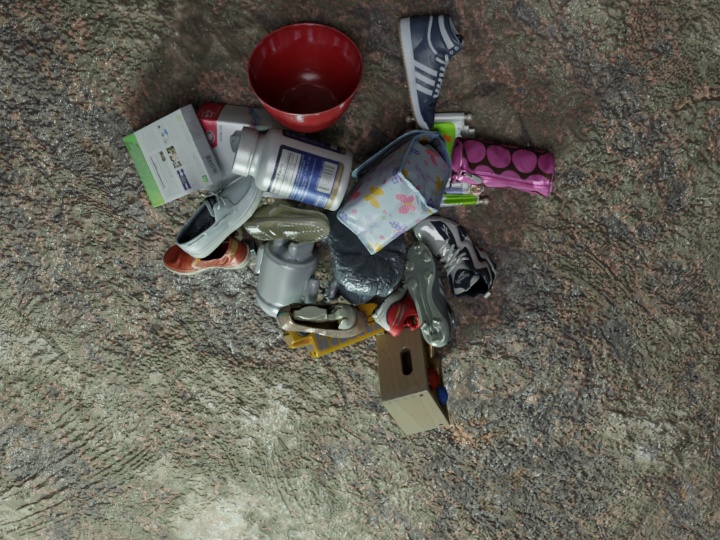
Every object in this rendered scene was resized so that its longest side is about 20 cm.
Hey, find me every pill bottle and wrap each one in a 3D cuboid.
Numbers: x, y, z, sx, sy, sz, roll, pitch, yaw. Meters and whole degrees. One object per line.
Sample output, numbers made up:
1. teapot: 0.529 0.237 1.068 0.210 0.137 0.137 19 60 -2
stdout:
1. pill bottle: -0.121 -0.184 1.400 0.196 0.112 0.112 15 122 -12

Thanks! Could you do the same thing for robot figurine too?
1. robot figurine: -0.149 0.013 1.614 0.169 0.112 0.203 36 126 29

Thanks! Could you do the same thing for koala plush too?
1. koala plush: 0.000 0.000 1.572 0.174 0.187 0.201 -6 150 -15

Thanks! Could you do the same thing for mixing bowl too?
1. mixing bowl: -0.093 -0.317 1.390 0.196 0.204 0.109 5 153 2

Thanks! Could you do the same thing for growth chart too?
1. growth chart: 0.159 -0.206 1.510 0.142 0.018 0.203 -8 119 11

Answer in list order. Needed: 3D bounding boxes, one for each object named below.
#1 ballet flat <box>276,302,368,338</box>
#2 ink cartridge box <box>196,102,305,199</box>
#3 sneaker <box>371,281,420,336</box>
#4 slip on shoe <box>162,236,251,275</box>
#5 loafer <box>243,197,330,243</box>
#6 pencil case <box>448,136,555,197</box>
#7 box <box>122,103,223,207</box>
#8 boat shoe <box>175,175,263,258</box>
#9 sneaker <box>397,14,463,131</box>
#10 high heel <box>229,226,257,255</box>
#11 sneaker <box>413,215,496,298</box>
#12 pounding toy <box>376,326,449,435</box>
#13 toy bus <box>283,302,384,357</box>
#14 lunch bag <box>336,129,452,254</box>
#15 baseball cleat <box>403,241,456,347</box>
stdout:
1. ballet flat: -0.065 0.093 1.559 0.196 0.069 0.067 0 158 -25
2. ink cartridge box: -0.207 -0.223 1.498 0.196 0.086 0.150 7 121 3
3. sneaker: 0.093 0.075 1.581 0.085 0.199 0.077 49 128 5
4. slip on shoe: -0.303 -0.035 1.531 0.197 0.075 0.061 -2 154 29
5. loafer: -0.137 -0.099 1.506 0.197 0.069 0.076 4 152 35
6. pencil case: 0.260 -0.183 1.455 0.196 0.094 0.092 5 117 -8
7. box: -0.350 -0.209 1.484 0.198 0.036 0.147 -12 105 41
8. boat shoe: -0.257 -0.106 1.451 0.201 0.070 0.071 -46 149 9
9. sneaker: 0.134 -0.346 1.397 0.106 0.070 0.203 -8 115 12
10. high heel: -0.297 -0.076 1.575 0.140 0.072 0.201 -11 144 6
11. sneaker: 0.186 -0.016 1.554 0.199 0.130 0.079 42 116 -18
12. pounding toy: 0.121 0.198 1.663 0.140 0.203 0.185 -16 140 15
13. toy bus: -0.055 0.122 1.643 0.197 0.065 0.080 -20 91 -19
14. lunch bag: 0.064 -0.156 1.429 0.169 0.201 0.127 -32 110 37
15. baseball cleat: 0.136 0.047 1.550 0.069 0.106 0.204 -11 84 24
